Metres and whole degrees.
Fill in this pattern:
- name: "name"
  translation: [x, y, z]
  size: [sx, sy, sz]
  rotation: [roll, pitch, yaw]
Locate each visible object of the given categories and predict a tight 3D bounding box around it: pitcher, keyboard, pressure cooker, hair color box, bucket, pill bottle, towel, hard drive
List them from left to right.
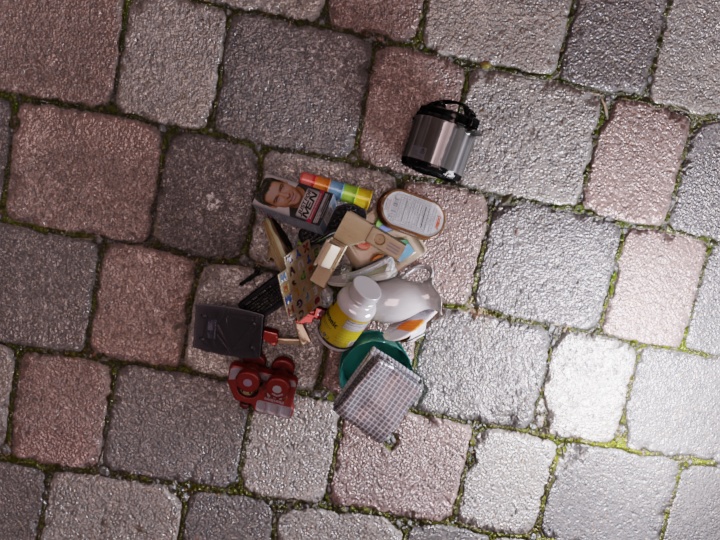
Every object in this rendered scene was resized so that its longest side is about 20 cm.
- name: "hard drive"
  translation: [-0.359, 0.164, 1.620]
  size: [0.198, 0.042, 0.136]
  rotation: [7, 97, 11]
- name: "keyboard"
  translation: [-0.271, 0.060, 1.586]
  size: [0.200, 0.021, 0.127]
  rotation: [-34, 95, 39]
- name: "hair color box"
  translation: [-0.173, -0.176, 1.556]
  size: [0.199, 0.061, 0.100]
  rotation: [19, 74, 14]
- name: "pill bottle"
  translation: [-0.027, 0.110, 1.536]
  size: [0.111, 0.112, 0.200]
  rotation: [29, 125, -7]
- name: "bucket"
  translation: [0.037, 0.272, 1.636]
  size: [0.205, 0.135, 0.209]
  rotation: [-1, 98, -5]
- name: "towel"
  translation: [0.047, 0.326, 1.533]
  size: [0.165, 0.086, 0.201]
  rotation: [36, 94, -8]
- name: "pitcher"
  translation: [0.114, 0.059, 1.619]
  size: [0.198, 0.172, 0.122]
  rotation: [-8, 136, 3]
- name: "pressure cooker"
  translation: [0.215, -0.347, 1.547]
  size: [0.175, 0.179, 0.202]
  rotation: [18, 97, -3]

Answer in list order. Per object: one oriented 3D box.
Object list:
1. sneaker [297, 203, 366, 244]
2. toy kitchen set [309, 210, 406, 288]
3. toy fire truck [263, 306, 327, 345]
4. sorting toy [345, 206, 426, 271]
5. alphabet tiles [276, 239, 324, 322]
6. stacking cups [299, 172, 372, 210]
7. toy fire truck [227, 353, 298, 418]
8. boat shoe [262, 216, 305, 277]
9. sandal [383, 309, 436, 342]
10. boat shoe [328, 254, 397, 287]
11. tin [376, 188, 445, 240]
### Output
- name: "sneaker"
  translation: [-0.080, -0.122, 1.607]
  size: [0.199, 0.083, 0.072]
  rotation: [-20, 81, -3]
- name: "toy kitchen set"
  translation: [-0.011, -0.021, 1.484]
  size: [0.180, 0.163, 0.201]
  rotation: [30, 99, 1]
- name: "toy fire truck"
  translation: [-0.162, 0.156, 1.651]
  size: [0.198, 0.049, 0.142]
  rotation: [18, 96, -7]
- name: "sorting toy"
  translation: [0.060, -0.074, 1.643]
  size: [0.199, 0.036, 0.186]
  rotation: [-34, 99, 1]
- name: "alphabet tiles"
  translation: [-0.149, 0.028, 1.551]
  size: [0.006, 0.166, 0.201]
  rotation: [14, 127, 34]
- name: "stacking cups"
  translation: [-0.068, -0.219, 1.602]
  size: [0.198, 0.061, 0.061]
  rotation: [16, 96, -6]
- name: "toy fire truck"
  translation: [-0.273, 0.328, 1.644]
  size: [0.198, 0.112, 0.169]
  rotation: [13, 115, -5]
- name: "boat shoe"
  translation: [-0.224, -0.050, 1.588]
  size: [0.076, 0.072, 0.201]
  rotation: [-33, 70, 13]
- name: "sandal"
  translation: [0.153, 0.156, 1.627]
  size: [0.206, 0.079, 0.060]
  rotation: [-30, 119, -34]
- name: "boat shoe"
  translation: [0.000, 0.000, 1.609]
  size: [0.200, 0.074, 0.065]
  rotation: [-9, 103, 22]
- name: "tin"
  translation: [0.140, -0.153, 1.619]
  size: [0.199, 0.042, 0.113]
  rotation: [18, 89, -15]
